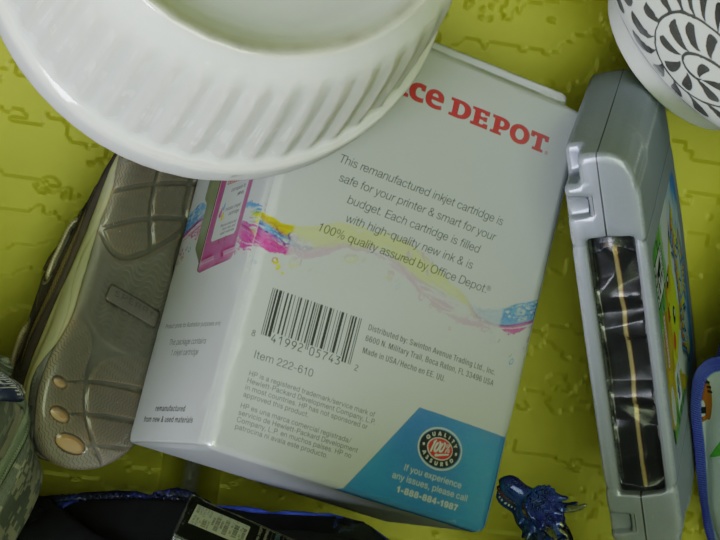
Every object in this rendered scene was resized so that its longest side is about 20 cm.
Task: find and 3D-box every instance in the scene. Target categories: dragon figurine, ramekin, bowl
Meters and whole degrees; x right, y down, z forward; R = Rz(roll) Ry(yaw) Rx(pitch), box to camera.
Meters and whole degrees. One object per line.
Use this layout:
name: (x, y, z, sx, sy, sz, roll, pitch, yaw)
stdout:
dragon figurine: (0.120, 0.173, 1.059, 0.200, 0.099, 0.059, 41, 65, -7)
ramekin: (-0.048, -0.144, 0.937, 0.199, 0.105, 0.201, 4, 76, -16)
bowl: (0.174, -0.125, 1.063, 0.201, 0.201, 0.094, 41, 130, -12)

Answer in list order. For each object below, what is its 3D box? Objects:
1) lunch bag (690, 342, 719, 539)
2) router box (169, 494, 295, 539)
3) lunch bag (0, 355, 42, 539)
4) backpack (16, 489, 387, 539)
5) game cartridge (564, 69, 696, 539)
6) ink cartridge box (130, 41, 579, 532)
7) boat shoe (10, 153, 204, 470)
lunch bag: (0.244, 0.051, 1.052, 0.124, 0.170, 0.201, 25, 82, -30)
router box: (-0.037, 0.208, 0.898, 0.149, 0.062, 0.201, 23, 100, -1)
lunch bag: (-0.234, 0.058, 0.945, 0.200, 0.168, 0.140, 25, 65, 14)
backpack: (-0.061, 0.188, 1.035, 0.199, 0.168, 0.163, -2, 60, 12)
game cartridge: (0.128, 0.017, 1.076, 0.040, 0.133, 0.201, -5, 113, 11)
ink cartridge box: (0.000, 0.000, 1.042, 0.144, 0.085, 0.201, 20, 79, -27)
boat shoe: (-0.111, -0.006, 1.067, 0.074, 0.073, 0.200, 39, 67, -31)
